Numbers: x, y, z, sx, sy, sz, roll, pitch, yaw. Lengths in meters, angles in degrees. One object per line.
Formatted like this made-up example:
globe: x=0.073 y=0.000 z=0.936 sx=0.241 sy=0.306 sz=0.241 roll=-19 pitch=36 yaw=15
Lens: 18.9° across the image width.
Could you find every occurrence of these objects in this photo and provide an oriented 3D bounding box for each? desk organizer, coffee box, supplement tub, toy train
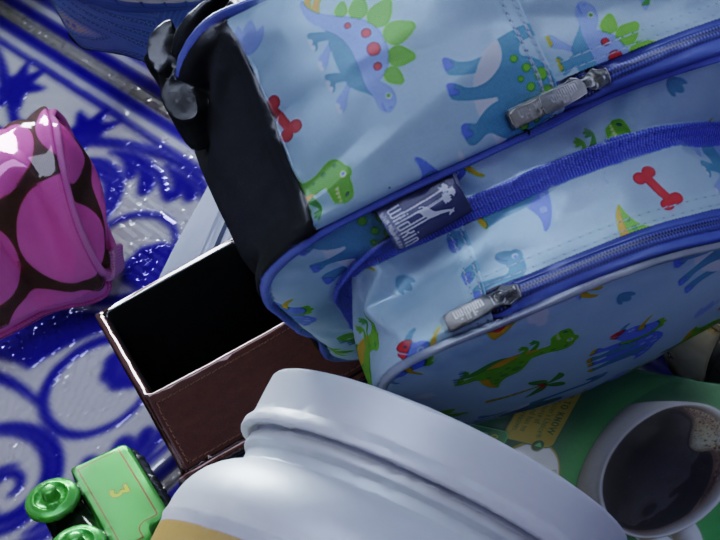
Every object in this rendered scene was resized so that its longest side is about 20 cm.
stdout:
desk organizer: x=0.000 y=0.000 z=0.829 sx=0.199 sy=0.072 sz=0.077 roll=-29 pitch=86 yaw=-8
coffee box: x=0.094 y=0.094 z=0.741 sx=0.199 sy=0.044 sz=0.123 roll=8 pitch=52 yaw=33
supplement tub: x=-0.015 y=0.146 z=0.641 sx=0.144 sy=0.145 sz=0.201 roll=14 pitch=71 yaw=36
toy train: x=-0.067 y=0.134 z=0.787 sx=0.056 sy=0.042 sz=0.200 roll=-25 pitch=41 yaw=-14

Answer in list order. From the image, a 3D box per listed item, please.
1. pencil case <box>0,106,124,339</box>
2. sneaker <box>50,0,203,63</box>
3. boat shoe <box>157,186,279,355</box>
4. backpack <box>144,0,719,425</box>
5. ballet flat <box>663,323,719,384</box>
pencil case: x=-0.199 y=0.011 z=0.942 sx=0.199 sy=0.094 sz=0.091 roll=-28 pitch=-3 yaw=-1
sneaker: x=-0.049 y=-0.126 z=1.007 sx=0.199 sy=0.089 sz=0.079 roll=8 pitch=55 yaw=6
boat shoe: x=-0.022 y=-0.038 z=0.904 sx=0.067 sy=0.074 sz=0.201 roll=18 pitch=81 yaw=21
backpack: x=0.060 y=-0.040 z=0.695 sx=0.199 sy=0.183 sz=0.147 roll=-27 pitch=76 yaw=2
ballet flat: x=0.196 y=0.027 z=0.746 sx=0.199 sy=0.057 sz=0.067 roll=6 pitch=50 yaw=31
